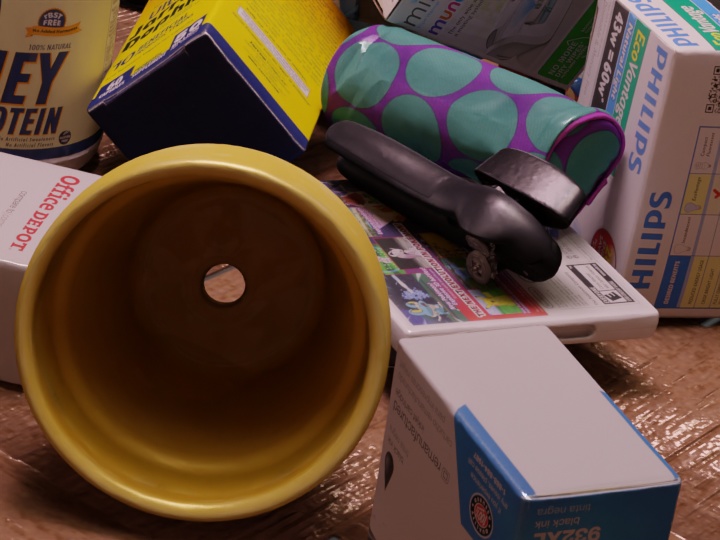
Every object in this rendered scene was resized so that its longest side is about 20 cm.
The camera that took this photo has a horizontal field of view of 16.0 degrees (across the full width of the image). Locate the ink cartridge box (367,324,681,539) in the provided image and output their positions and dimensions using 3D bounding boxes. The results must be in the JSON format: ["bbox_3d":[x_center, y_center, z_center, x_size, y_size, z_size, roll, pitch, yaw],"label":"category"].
[{"bbox_3d":[0.067,0.148,1.213,0.084,0.200,0.145,-5,30,-24],"label":"ink cartridge box"}]

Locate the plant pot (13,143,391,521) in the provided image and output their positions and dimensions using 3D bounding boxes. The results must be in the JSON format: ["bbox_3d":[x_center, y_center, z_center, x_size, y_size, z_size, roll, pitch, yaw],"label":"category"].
[{"bbox_3d":[-0.081,0.022,1.443,0.201,0.201,0.189,10,10,0],"label":"plant pot"}]

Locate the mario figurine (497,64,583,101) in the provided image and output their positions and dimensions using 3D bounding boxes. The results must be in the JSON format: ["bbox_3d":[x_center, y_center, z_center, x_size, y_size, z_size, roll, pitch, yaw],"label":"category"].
[{"bbox_3d":[0.167,-0.129,1.896,0.200,0.106,0.123,1,-4,-33],"label":"mario figurine"}]

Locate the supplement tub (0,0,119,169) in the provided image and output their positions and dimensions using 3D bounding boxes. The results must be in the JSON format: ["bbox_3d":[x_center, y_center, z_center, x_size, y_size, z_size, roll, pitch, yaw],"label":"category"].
[{"bbox_3d":[-0.238,-0.176,1.744,0.145,0.200,0.145,8,27,-4],"label":"supplement tub"}]

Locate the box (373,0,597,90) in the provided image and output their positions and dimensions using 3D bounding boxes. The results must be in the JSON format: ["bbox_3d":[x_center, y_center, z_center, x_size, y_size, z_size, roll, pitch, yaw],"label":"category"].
[{"bbox_3d":[0.074,-0.243,1.820,0.176,0.097,0.200,18,33,-36],"label":"box"}]

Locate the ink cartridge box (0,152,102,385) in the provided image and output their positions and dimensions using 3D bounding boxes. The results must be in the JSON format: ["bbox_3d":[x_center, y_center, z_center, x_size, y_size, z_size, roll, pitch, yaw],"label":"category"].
[{"bbox_3d":[-0.270,-0.017,1.548,0.200,0.084,0.145,13,27,5],"label":"ink cartridge box"}]

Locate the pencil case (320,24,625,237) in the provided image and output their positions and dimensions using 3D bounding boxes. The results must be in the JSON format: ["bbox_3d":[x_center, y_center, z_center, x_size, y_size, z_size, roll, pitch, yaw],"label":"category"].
[{"bbox_3d":[0.072,-0.096,1.692,0.200,0.092,0.085,26,66,33],"label":"pencil case"}]

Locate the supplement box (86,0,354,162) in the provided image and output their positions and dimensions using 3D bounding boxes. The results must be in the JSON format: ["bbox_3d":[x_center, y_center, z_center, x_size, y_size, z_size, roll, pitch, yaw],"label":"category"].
[{"bbox_3d":[-0.093,-0.141,1.767,0.110,0.109,0.200,50,26,-18],"label":"supplement box"}]

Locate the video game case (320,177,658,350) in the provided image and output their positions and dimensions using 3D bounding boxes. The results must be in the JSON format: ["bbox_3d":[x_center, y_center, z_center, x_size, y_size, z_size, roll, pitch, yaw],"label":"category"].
[{"bbox_3d":[0.065,-0.007,1.638,0.182,0.023,0.200,-4,31,-27],"label":"video game case"}]

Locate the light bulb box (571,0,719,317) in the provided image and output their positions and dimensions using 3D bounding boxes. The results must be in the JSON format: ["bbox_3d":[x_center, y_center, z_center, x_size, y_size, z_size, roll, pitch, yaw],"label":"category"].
[{"bbox_3d":[0.253,-0.080,1.733,0.200,0.198,0.125,1,26,-21],"label":"light bulb box"}]

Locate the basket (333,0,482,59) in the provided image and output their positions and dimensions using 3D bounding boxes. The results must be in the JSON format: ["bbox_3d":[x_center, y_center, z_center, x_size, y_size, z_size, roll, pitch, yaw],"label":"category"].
[{"bbox_3d":[0.034,-0.190,1.922,0.200,0.139,0.176,10,15,31],"label":"basket"}]

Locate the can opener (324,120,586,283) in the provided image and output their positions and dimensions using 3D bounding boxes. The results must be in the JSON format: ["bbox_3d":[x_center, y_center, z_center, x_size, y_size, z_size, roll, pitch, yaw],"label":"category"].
[{"bbox_3d":[0.054,-0.045,1.625,0.200,0.063,0.079,22,55,40],"label":"can opener"}]

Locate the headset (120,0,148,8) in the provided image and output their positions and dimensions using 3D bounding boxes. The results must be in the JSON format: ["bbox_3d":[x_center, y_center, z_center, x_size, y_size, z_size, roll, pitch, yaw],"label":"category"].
[{"bbox_3d":[-0.151,-0.266,2.073,0.200,0.094,0.123,17,25,38],"label":"headset"}]

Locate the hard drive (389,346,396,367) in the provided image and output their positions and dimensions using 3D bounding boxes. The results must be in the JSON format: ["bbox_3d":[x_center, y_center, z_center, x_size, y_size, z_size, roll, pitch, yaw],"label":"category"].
[{"bbox_3d":[0.000,0.000,1.664,0.140,0.038,0.200,5,26,-10],"label":"hard drive"}]
